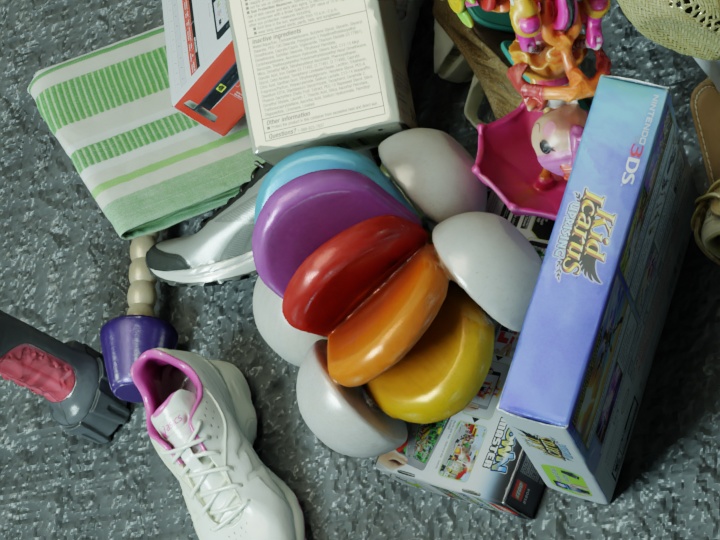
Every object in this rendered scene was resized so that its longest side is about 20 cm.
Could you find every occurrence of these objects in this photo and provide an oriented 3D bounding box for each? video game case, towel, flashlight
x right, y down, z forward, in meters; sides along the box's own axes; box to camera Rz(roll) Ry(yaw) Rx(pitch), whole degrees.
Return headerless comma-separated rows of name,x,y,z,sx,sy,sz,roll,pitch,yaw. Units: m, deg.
video game case,0.140,0.015,1.340,0.045,0.181,0.202,14,75,17
towel,-0.143,-0.106,1.691,0.151,0.024,0.200,-21,46,-18
flashlight,-0.238,0.067,1.606,0.068,0.200,0.068,-50,47,5

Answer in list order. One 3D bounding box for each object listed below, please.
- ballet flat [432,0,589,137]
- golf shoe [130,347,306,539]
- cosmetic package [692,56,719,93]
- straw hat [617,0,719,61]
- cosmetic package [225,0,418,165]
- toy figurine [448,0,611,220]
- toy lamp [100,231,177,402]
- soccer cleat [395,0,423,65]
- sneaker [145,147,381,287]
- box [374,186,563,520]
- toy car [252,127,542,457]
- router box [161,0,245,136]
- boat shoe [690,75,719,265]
ballet flat,0.088,-0.137,1.555,0.073,0.067,0.201,-54,47,30
golf shoe,-0.100,0.132,1.537,0.075,0.091,0.201,-39,50,14
cosmetic package,0.296,-0.147,1.332,0.199,0.052,0.151,-24,46,-7
straw hat,0.185,-0.168,1.281,0.085,0.200,0.202,-49,44,31
cosmetic package,-0.033,-0.177,1.511,0.103,0.073,0.202,-11,82,11
toy figurine,0.113,-0.117,1.395,0.149,0.186,0.200,-20,15,-13
toy lamp,-0.157,-0.002,1.678,0.058,0.058,0.202,-20,56,30
soccer cleat,0.014,-0.187,1.628,0.085,0.068,0.201,-29,47,37
sneaker,-0.061,-0.040,1.592,0.199,0.074,0.080,-18,94,25
box,0.092,0.047,1.464,0.109,0.035,0.201,12,76,42
toy car,0.000,0.000,1.435,0.175,0.150,0.201,-45,44,15
router box,-0.071,-0.224,1.674,0.179,0.049,0.201,-45,33,27
boat shoe,0.226,-0.027,1.335,0.074,0.066,0.201,112,143,-59
